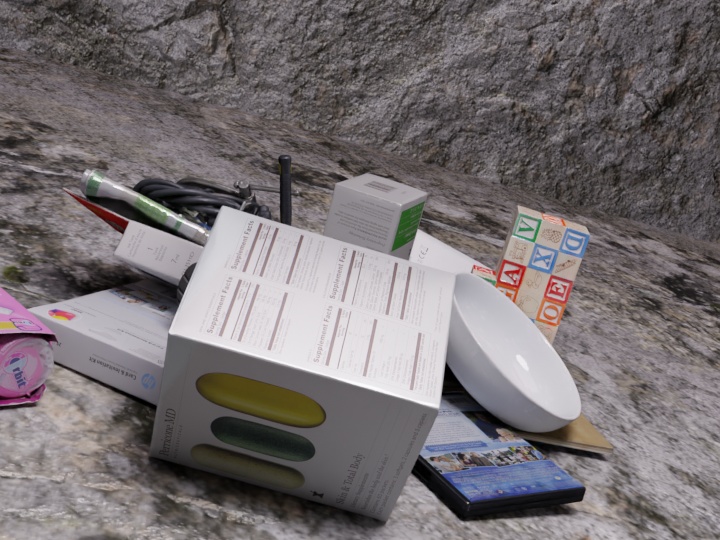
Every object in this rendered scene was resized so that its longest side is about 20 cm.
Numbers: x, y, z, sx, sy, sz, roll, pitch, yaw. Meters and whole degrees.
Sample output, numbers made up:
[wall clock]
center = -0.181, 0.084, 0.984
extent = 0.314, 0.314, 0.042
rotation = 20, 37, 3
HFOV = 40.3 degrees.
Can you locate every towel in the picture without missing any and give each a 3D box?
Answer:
[towel]
center = -0.206, -0.042, 1.056
extent = 0.199, 0.031, 0.149
rotation = 29, -7, -9

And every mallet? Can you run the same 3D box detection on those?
[mallet]
center = -0.092, -0.039, 1.184
extent = 0.041, 0.201, 0.066
rotation = -3, 8, -14

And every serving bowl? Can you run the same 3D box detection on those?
[serving bowl]
center = 0.145, 0.097, 1.051
extent = 0.200, 0.066, 0.200
rotation = 39, 21, -18

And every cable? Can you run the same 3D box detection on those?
[cable]
center = -0.181, -0.070, 1.147
extent = 0.162, 0.051, 0.200
rotation = 14, 4, -5

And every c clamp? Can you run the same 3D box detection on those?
[c clamp]
center = -0.164, -0.063, 1.296
extent = 0.170, 0.027, 0.200
rotation = 15, -30, 5

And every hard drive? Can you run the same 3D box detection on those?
[hard drive]
center = 0.100, 0.027, 1.257
extent = 0.199, 0.027, 0.132
rotation = 28, 57, -4

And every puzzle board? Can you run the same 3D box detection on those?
[puzzle board]
center = 0.182, 0.154, 1.128
extent = 0.150, 0.017, 0.200
rotation = 12, 14, -15

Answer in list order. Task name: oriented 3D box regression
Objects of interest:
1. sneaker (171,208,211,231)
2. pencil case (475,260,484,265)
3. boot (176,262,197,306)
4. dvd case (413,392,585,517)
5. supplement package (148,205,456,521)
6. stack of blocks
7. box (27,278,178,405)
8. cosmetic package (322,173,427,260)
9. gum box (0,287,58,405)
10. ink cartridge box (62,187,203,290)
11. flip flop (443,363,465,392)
[sneaker]
center = -0.197, -0.018, 1.207
extent = 0.199, 0.086, 0.077
rotation = 26, 8, 27
[pencil case]
center = 0.167, 0.045, 1.400
extent = 0.083, 0.086, 0.200
rotation = 53, 8, -13
[boot]
center = -0.085, 0.067, 0.964
extent = 0.200, 0.070, 0.132
rotation = 42, 9, 5
[dvd case]
center = 0.098, 0.170, 0.938
extent = 0.142, 0.018, 0.200
rotation = 1, 20, -32
[supplement package]
center = -0.045, 0.075, 0.783
extent = 0.199, 0.152, 0.151
rotation = 16, 42, -3
[stack of blocks]
center = 0.183, 0.029, 1.162
extent = 0.115, 0.201, 0.059
rotation = 18, 14, 3
[box]
center = -0.205, 0.064, 0.963
extent = 0.155, 0.041, 0.200
rotation = 20, 13, 16
[cosmetic package]
center = 0.000, 0.000, 1.116
extent = 0.084, 0.201, 0.108
rotation = 19, 18, 15
[gum box]
center = -0.349, 0.057, 0.763
extent = 0.113, 0.066, 0.199
rotation = 27, 17, 39
[ink cartridge box]
center = -0.220, -0.011, 1.071
extent = 0.176, 0.045, 0.200
rotation = 21, -10, 13
[flip flop]
center = 0.061, 0.103, 1.057
extent = 0.200, 0.058, 0.081
rotation = 16, 44, -51
